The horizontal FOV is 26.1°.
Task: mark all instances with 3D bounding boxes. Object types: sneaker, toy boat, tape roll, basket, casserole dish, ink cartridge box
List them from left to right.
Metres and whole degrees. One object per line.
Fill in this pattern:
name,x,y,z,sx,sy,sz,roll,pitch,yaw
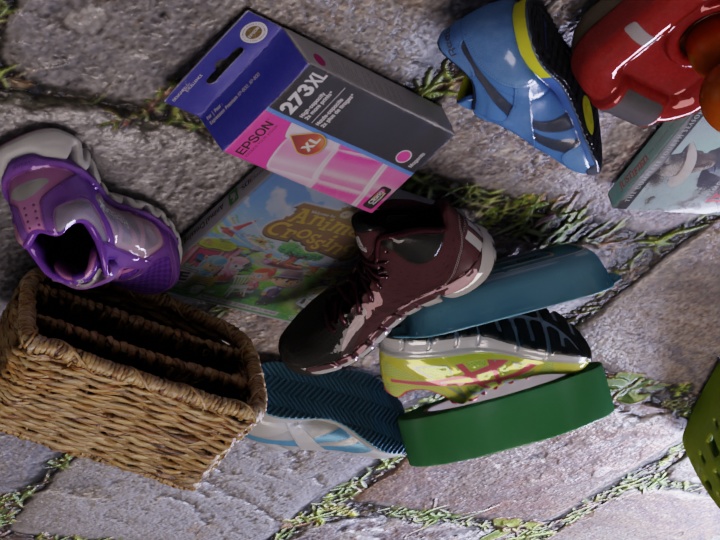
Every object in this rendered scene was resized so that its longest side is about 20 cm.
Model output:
sneaker,-0.197,-0.019,1.142,0.080,0.089,0.200,-24,147,14
basket,-0.178,0.062,1.216,0.200,0.143,0.149,20,142,-17
ink cartridge box,-0.033,-0.108,1.103,0.200,0.037,0.095,22,126,-41
sneaker,-0.040,0.137,1.474,0.200,0.077,0.081,19,145,-32
sneaker,0.000,0.000,1.232,0.200,0.076,0.116,-32,141,10
sneaker,0.108,0.080,1.404,0.200,0.078,0.090,4,122,-7
casserole dish,0.119,0.014,1.312,0.200,0.039,0.121,-14,-174,-4
tape roll,0.136,0.134,1.459,0.200,0.048,0.200,-15,178,0
sneaker,0.118,-0.127,1.118,0.078,0.066,0.200,-13,150,23
toy boat,0.246,-0.149,1.055,0.130,0.131,0.200,16,138,-39

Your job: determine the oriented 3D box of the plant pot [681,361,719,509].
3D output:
plant pot,0.477,0.200,1.652,0.200,0.182,0.199,-7,149,-8

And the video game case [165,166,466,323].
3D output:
video game case,-0.043,-0.017,1.265,0.200,0.022,0.182,16,138,-38

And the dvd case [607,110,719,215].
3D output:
dvd case,0.323,-0.094,1.278,0.200,0.022,0.146,4,145,-24
